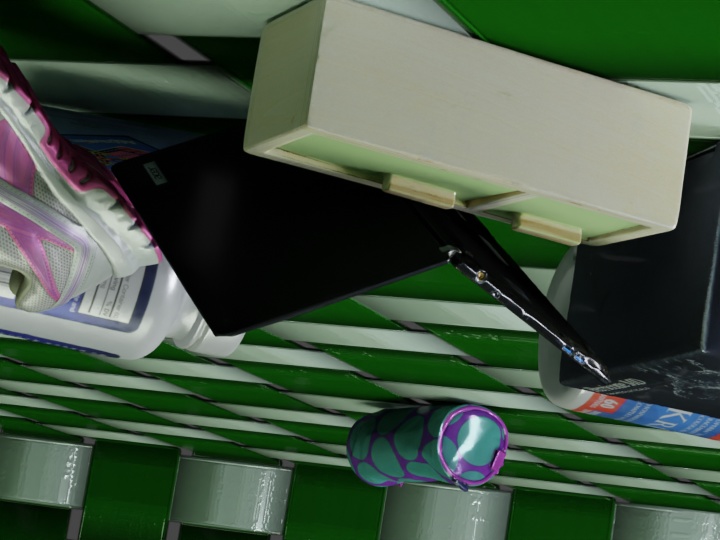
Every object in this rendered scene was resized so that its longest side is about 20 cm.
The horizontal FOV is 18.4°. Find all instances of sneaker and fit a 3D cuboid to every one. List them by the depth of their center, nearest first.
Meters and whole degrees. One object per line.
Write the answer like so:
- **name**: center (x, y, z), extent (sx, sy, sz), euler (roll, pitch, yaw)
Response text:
- **sneaker**: center (-0.188, -0.052, 1.096), extent (0.200, 0.088, 0.081), euler (50, -179, -23)

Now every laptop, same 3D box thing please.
- **laptop**: center (0.000, 0.000, 1.124), extent (0.200, 0.103, 0.177), euler (37, -170, -37)

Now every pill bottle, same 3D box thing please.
- **pill bottle**: center (0.221, 0.050, 1.391), extent (0.199, 0.113, 0.112), euler (12, 169, -15)
- **pill bottle**: center (-0.169, -0.009, 1.397), extent (0.199, 0.120, 0.120), euler (14, 169, -20)

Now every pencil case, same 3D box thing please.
- **pencil case**: center (0.068, 0.185, 2.300), extent (0.092, 0.085, 0.200), euler (44, 157, -20)

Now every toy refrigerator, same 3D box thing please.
- **toy refrigerator**: center (0.052, -0.064, 1.052), extent (0.199, 0.070, 0.076), euler (14, 168, -25)

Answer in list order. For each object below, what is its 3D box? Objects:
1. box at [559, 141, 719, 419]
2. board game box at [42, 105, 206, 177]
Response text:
- **box**: center (0.239, 0.019, 1.207), extent (0.199, 0.118, 0.197), euler (13, 169, -14)
- **board game box**: center (-0.100, -0.055, 1.240), extent (0.199, 0.020, 0.103), euler (10, -161, -5)
